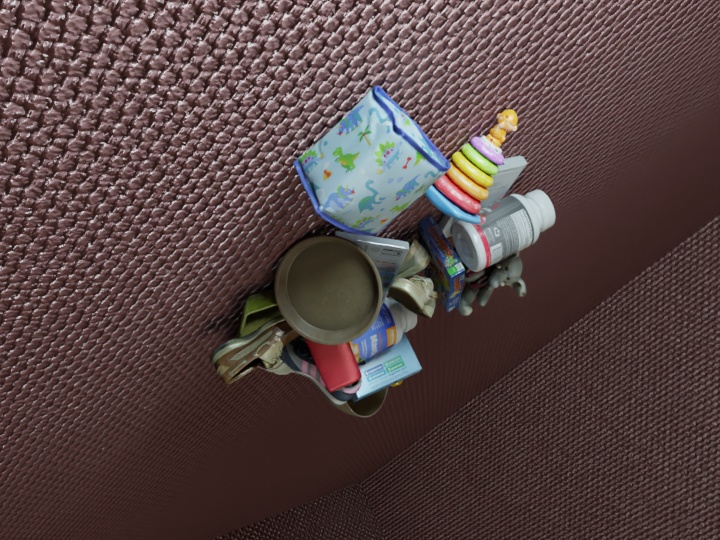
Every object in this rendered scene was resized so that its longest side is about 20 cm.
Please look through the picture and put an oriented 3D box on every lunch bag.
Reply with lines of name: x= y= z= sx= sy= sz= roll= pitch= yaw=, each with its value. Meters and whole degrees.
lunch bag: x=0.028 y=-0.142 z=0.982 sx=0.169 sy=0.129 sz=0.199 roll=-38 pitch=146 yaw=19

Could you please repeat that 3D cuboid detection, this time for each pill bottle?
pill bottle: x=0.021 y=0.121 z=1.420 sx=0.196 sy=0.113 sz=0.113 roll=-22 pitch=157 yaw=-26
pill bottle: x=0.294 y=-0.087 z=1.368 sx=0.196 sy=0.112 sz=0.111 roll=-25 pitch=157 yaw=-13

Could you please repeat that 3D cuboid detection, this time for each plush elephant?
plush elephant: x=0.304 y=0.001 z=1.552 sx=0.198 sy=0.168 sz=0.153 roll=-35 pitch=-157 yaw=-28

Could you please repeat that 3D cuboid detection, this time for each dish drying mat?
dish drying mat: x=-0.063 y=0.132 z=1.267 sx=0.075 sy=0.204 sz=0.018 roll=-20 pitch=-159 yaw=1

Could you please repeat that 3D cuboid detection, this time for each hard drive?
hard drive: x=0.240 y=-0.146 z=1.361 sx=0.129 sy=0.027 sz=0.201 roll=-16 pitch=153 yaw=-31

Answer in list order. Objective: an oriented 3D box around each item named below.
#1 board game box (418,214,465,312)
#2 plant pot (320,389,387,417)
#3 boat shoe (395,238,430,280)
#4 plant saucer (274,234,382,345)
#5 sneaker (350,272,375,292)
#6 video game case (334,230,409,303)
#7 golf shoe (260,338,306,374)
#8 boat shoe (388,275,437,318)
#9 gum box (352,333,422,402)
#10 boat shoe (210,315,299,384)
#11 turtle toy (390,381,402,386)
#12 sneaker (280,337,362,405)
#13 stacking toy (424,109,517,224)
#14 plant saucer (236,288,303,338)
board game box: x=0.166 y=-0.009 z=1.408 sx=0.034 sy=0.137 sz=0.201 roll=-26 pitch=158 yaw=-7
plant pot: x=-0.037 y=0.261 z=1.680 sx=0.132 sy=0.207 sz=0.198 roll=-7 pitch=174 yaw=37
boat shoe: x=0.049 y=-0.002 z=1.382 sx=0.197 sy=0.073 sz=0.065 roll=-29 pitch=123 yaw=27
plant saucer: x=-0.056 y=0.033 z=1.190 sx=0.199 sy=0.201 sz=0.030 roll=-37 pitch=-172 yaw=18
sneaker: x=-0.029 y=0.060 z=1.263 sx=0.065 sy=0.080 sz=0.201 roll=-11 pitch=151 yaw=-41
video game case: x=0.000 y=0.000 z=1.289 sx=0.139 sy=0.018 sz=0.202 roll=8 pitch=144 yaw=-11
golf shoe: x=-0.158 y=0.186 z=1.436 sx=0.090 sy=0.078 sz=0.197 roll=12 pitch=157 yaw=-41
boat shoe: x=0.110 y=0.041 z=1.327 sx=0.066 sy=0.071 sz=0.200 roll=-65 pitch=155 yaw=-7
gum box: x=0.020 y=0.163 z=1.492 sx=0.166 sy=0.204 sz=0.045 roll=-19 pitch=162 yaw=-23
boat shoe: x=-0.181 y=0.151 z=1.262 sx=0.196 sy=0.075 sz=0.076 roll=-26 pitch=158 yaw=-11
turtle toy: x=0.033 y=0.187 z=1.578 sx=0.099 sy=0.205 sz=0.145 roll=20 pitch=157 yaw=-28
sneaker: x=-0.079 y=0.180 z=1.332 sx=0.082 sy=0.199 sz=0.071 roll=-39 pitch=-162 yaw=37
stacking toy: x=0.205 y=-0.190 z=1.162 sx=0.109 sy=0.116 sz=0.202 roll=5 pitch=125 yaw=-54
plant saucer: x=-0.160 y=0.087 z=1.320 sx=0.196 sy=0.049 sz=0.201 roll=-18 pitch=154 yaw=-29
